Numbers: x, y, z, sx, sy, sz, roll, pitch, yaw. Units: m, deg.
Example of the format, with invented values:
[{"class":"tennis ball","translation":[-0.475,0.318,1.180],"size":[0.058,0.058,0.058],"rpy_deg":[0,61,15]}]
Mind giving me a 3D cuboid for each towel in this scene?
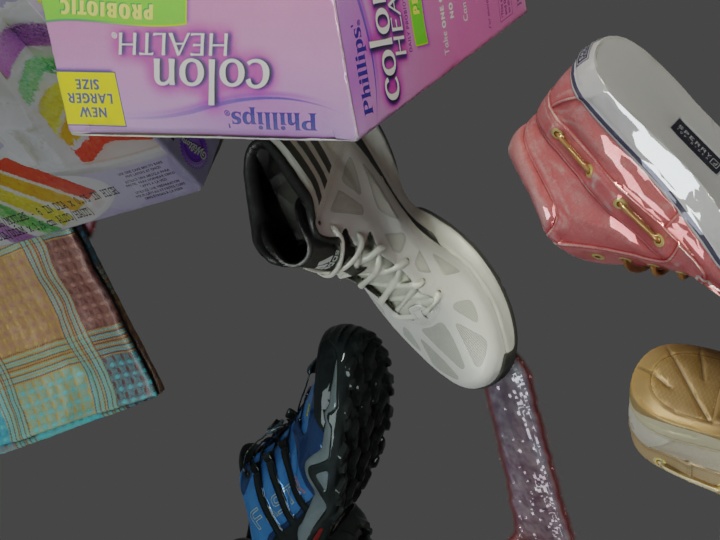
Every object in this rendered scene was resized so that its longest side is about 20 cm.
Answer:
[{"class":"towel","translation":[-0.231,0.043,1.710],"size":[0.199,0.022,0.147],"rpy_deg":[-20,103,36]}]

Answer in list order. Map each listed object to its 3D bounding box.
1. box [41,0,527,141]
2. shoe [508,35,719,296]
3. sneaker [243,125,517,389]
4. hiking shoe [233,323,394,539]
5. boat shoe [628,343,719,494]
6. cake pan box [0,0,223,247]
[{"class":"box","translation":[-0.037,-0.148,1.387],"size":[0.175,0.200,0.097],"rpy_deg":[3,116,30]},{"class":"shoe","translation":[0.167,-0.024,1.414],"size":[0.200,0.071,0.091],"rpy_deg":[48,132,5]},{"class":"sneaker","translation":[0.000,0.000,1.492],"size":[0.076,0.115,0.201],"rpy_deg":[-34,94,37]},{"class":"hiking shoe","translation":[-0.036,0.115,1.597],"size":[0.086,0.074,0.201],"rpy_deg":[21,123,19]},{"class":"boat shoe","translation":[0.238,0.101,1.436],"size":[0.199,0.074,0.069],"rpy_deg":[22,146,11]},{"class":"cake pan box","translation":[-0.211,-0.100,1.562],"size":[0.199,0.053,0.184],"rpy_deg":[-12,132,33]}]
